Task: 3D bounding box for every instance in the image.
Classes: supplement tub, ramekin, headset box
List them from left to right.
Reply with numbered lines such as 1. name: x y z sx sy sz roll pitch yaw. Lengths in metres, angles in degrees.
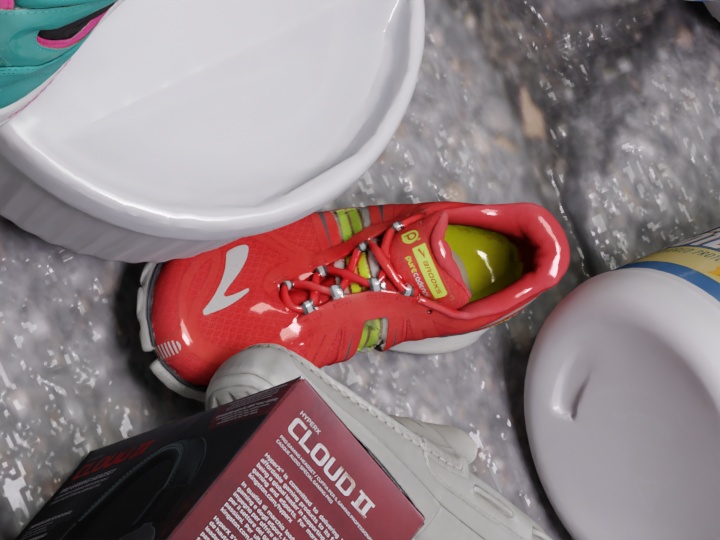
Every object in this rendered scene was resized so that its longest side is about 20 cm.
1. headset box: -0.081 0.128 1.064 0.077 0.149 0.200 49 55 -15
2. ramekin: -0.083 -0.095 1.143 0.202 0.094 0.203 9 67 -21
3. supplement tub: 0.184 0.046 1.286 0.200 0.145 0.145 -21 90 -39

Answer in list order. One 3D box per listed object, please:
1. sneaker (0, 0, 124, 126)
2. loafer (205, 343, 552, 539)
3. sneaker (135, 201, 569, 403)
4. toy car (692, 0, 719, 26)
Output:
1. sneaker: -0.087 -0.145 1.035 0.084 0.121 0.200 36 60 -7
2. loafer: 0.013 0.087 1.191 0.200 0.070 0.070 47 50 -35
3. sneaker: 0.000 0.000 1.201 0.200 0.085 0.077 -13 84 -38
4. toy car: 0.184 -0.151 1.360 0.177 0.184 0.200 -56 139 -33
